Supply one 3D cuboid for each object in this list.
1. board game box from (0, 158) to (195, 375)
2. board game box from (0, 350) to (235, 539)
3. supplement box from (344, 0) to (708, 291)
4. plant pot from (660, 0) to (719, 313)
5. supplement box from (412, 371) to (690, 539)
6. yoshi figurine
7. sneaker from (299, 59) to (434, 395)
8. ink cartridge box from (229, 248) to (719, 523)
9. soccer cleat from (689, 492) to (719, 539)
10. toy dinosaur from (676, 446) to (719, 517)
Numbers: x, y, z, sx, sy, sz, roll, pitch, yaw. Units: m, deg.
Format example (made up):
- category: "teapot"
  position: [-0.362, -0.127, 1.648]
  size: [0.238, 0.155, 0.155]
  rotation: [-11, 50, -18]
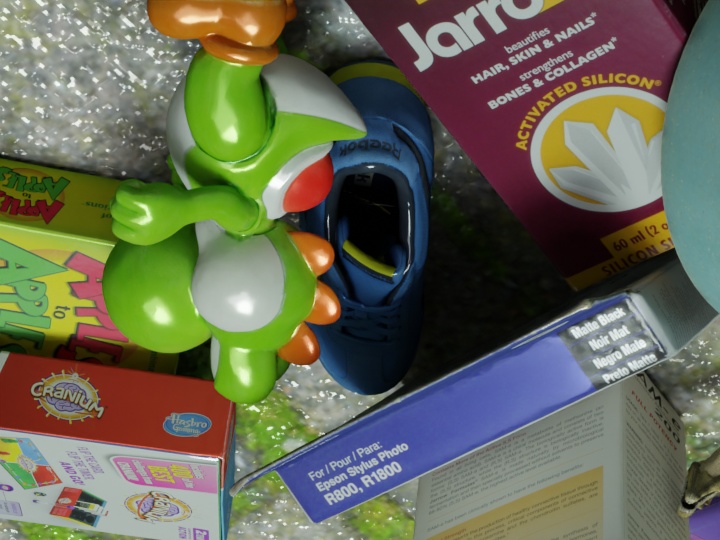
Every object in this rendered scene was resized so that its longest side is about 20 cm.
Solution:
- category: "board game box"
  position: [-0.181, -0.003, 0.968]
  size: [0.199, 0.048, 0.102]
  rotation: [11, 132, -5]
- category: "board game box"
  position: [-0.164, 0.089, 1.014]
  size: [0.199, 0.041, 0.153]
  rotation: [8, 155, -1]
- category: "supplement box"
  position: [0.086, -0.100, 0.834]
  size: [0.110, 0.086, 0.200]
  rotation: [-25, 126, 25]
- category: "plant pot"
  position: [0.238, -0.044, 0.780]
  size: [0.199, 0.135, 0.201]
  rotation: [-10, 113, -26]
- category: "supplement box"
  position: [0.093, 0.145, 0.979]
  size: [0.126, 0.200, 0.074]
  rotation: [-26, 122, 26]
- category: "yoshi figurine"
  position: [-0.073, -0.037, 0.866]
  size: [0.112, 0.112, 0.201]
  rotation: [-15, 119, -31]
- category: "sneaker"
  position: [0.000, 0.000, 0.939]
  size: [0.066, 0.079, 0.201]
  rotation: [2, 134, 0]
- category: "ink cartridge box"
  position: [0.065, 0.053, 0.913]
  size: [0.199, 0.200, 0.041]
  rotation: [-29, 87, 27]
- category: "soccer cleat"
  position: [0.177, 0.163, 1.074]
  size: [0.199, 0.073, 0.068]
  rotation: [-24, 126, 23]
- category: "toy dinosaur"
  position: [0.241, 0.067, 1.000]
  size: [0.199, 0.058, 0.101]
  rotation: [-10, 135, -19]
